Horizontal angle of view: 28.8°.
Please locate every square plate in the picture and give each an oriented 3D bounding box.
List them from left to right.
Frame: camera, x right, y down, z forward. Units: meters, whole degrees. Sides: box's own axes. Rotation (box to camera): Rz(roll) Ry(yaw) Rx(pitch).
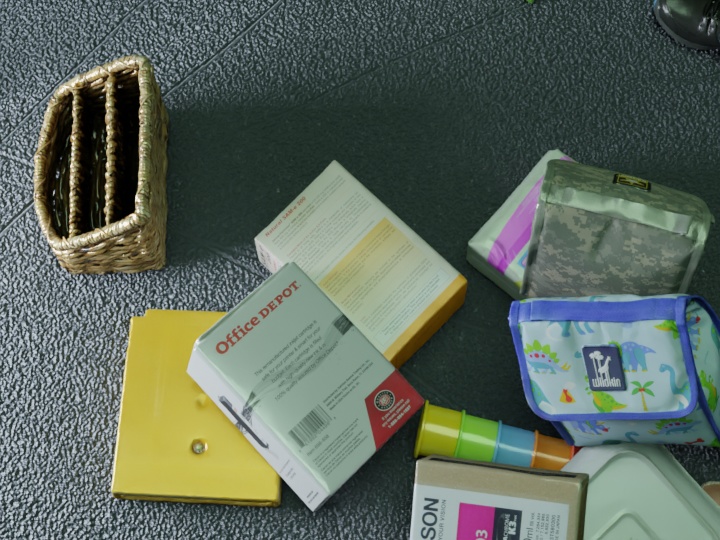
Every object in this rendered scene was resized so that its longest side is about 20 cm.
[{"bbox_3d":[0.262,0.272,1.379,0.200,0.028,0.198,-42,85,-6],"label":"square plate"}]

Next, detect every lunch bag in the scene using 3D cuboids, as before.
[{"bbox_3d":[0.246,-0.032,1.358,0.162,0.200,0.119,16,72,8],"label":"lunch bag"},{"bbox_3d":[0.247,0.084,1.309,0.168,0.200,0.129,-4,56,27],"label":"lunch bag"}]

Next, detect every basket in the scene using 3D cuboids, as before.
[{"bbox_3d":[-0.282,-0.112,1.490,0.141,0.149,0.203,-2,70,0],"label":"basket"}]

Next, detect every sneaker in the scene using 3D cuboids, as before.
[{"bbox_3d":[0.430,-0.283,1.582,0.198,0.082,0.074,23,73,10],"label":"sneaker"}]

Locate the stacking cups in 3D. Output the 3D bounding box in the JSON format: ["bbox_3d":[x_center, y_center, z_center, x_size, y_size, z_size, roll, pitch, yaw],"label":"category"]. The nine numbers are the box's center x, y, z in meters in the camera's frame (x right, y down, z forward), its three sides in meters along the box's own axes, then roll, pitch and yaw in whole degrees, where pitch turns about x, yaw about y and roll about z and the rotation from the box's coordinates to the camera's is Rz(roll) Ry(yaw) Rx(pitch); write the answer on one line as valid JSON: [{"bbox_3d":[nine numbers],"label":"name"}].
[{"bbox_3d":[0.156,0.179,1.430,0.197,0.061,0.061,10,70,0],"label":"stacking cups"}]

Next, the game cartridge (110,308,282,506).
[{"bbox_3d":[-0.163,0.141,1.461,0.174,0.033,0.203,3,67,2],"label":"game cartridge"}]

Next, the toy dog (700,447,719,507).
[{"bbox_3d":[0.377,0.177,1.396,0.200,0.133,0.096,42,36,21],"label":"toy dog"}]

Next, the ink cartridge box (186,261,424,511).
[{"bbox_3d":[-0.058,0.116,1.413,0.144,0.084,0.200,-41,84,-24],"label":"ink cartridge box"}]

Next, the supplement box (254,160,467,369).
[{"bbox_3d":[0.000,0.000,1.486,0.200,0.074,0.126,43,76,14],"label":"supplement box"}]

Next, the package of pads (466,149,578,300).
[{"bbox_3d":[0.235,-0.016,1.494,0.199,0.068,0.155,39,76,13],"label":"package of pads"}]

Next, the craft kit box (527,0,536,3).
[{"bbox_3d":[0.187,-0.448,1.667,0.199,0.049,0.198,37,77,13],"label":"craft kit box"}]

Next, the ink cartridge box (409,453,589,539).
[{"bbox_3d":[0.128,0.286,1.335,0.162,0.075,0.203,4,88,15],"label":"ink cartridge box"}]
